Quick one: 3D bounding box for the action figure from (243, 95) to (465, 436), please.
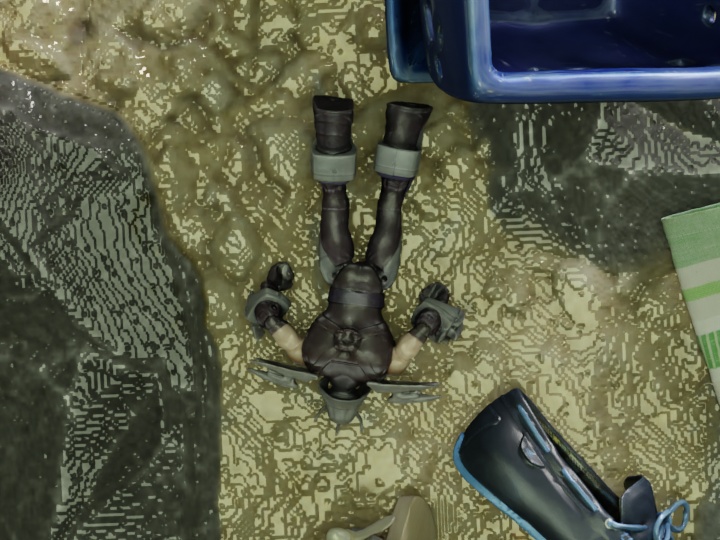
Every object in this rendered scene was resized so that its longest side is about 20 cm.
[{"bbox_3d":[0.000,0.000,1.388,0.130,0.069,0.201,6,98,-6],"label":"action figure"}]

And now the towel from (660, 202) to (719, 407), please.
[{"bbox_3d":[0.271,0.048,1.372,0.152,0.023,0.201,-15,96,29],"label":"towel"}]

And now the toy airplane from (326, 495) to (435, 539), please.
[{"bbox_3d":[0.001,0.247,1.356,0.141,0.200,0.200,4,106,16],"label":"toy airplane"}]

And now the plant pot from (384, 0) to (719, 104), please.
[{"bbox_3d":[0.114,-0.191,1.295,0.199,0.180,0.201,-4,95,-19],"label":"plant pot"}]

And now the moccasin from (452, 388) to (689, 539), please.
[{"bbox_3d":[0.147,0.147,1.383,0.200,0.080,0.068,38,96,-2],"label":"moccasin"}]
